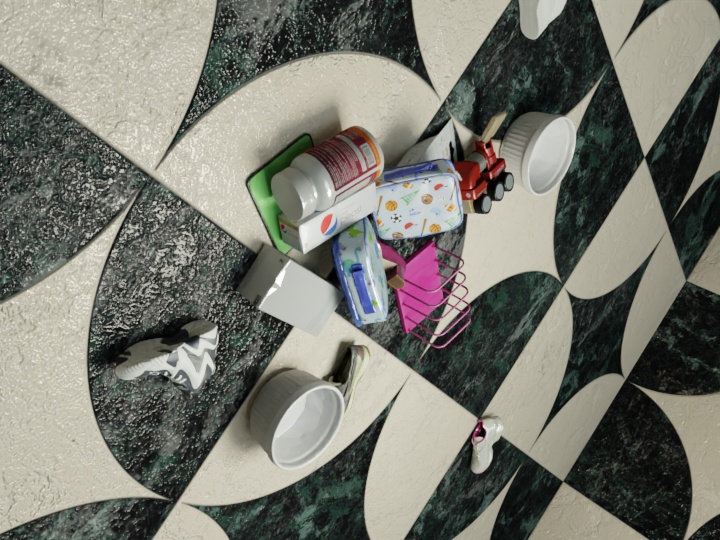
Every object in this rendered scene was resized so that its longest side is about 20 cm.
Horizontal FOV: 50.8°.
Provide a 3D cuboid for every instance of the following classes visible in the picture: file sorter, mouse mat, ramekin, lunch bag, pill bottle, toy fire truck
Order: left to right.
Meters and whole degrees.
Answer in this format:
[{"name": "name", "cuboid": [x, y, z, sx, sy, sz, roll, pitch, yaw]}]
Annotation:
[{"name": "mouse mat", "cuboid": [-0.126, -0.140, 1.432, 0.161, 0.008, 0.201, -42, 137, -22]}, {"name": "ramekin", "cuboid": [-0.140, 0.307, 1.604, 0.199, 0.105, 0.202, -27, 132, -35]}, {"name": "pill bottle", "cuboid": [-0.060, -0.178, 1.389, 0.199, 0.109, 0.110, -34, 135, -30]}, {"name": "lunch bag", "cuboid": [0.000, 0.000, 1.518, 0.082, 0.161, 0.201, -13, 123, 7]}, {"name": "lunch bag", "cuboid": [0.115, -0.150, 1.561, 0.198, 0.076, 0.161, -12, 129, 7]}, {"name": "file sorter", "cuboid": [0.177, 0.063, 1.799, 0.139, 0.125, 0.201, -39, 137, -25]}, {"name": "toy fire truck", "cuboid": [0.272, -0.247, 1.717, 0.176, 0.128, 0.201, -41, 124, -39]}, {"name": "ramekin", "cuboid": [0.433, -0.296, 1.876, 0.199, 0.105, 0.202, -26, 130, -36]}]

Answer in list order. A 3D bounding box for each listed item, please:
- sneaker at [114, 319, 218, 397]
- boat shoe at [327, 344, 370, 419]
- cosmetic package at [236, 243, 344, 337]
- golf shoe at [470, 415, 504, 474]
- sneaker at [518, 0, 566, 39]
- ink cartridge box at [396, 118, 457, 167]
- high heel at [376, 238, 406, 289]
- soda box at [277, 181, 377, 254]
[{"name": "sneaker", "cuboid": [-0.334, 0.181, 1.341, 0.199, 0.079, 0.131, -29, 125, -47]}, {"name": "boat shoe", "cuboid": [-0.046, 0.258, 1.724, 0.066, 0.072, 0.202, 19, 98, -41]}, {"name": "cosmetic package", "cuboid": [-0.132, 0.041, 1.476, 0.113, 0.081, 0.200, -55, 140, -1]}, {"name": "golf shoe", "cuboid": [0.377, 0.546, 2.380, 0.091, 0.075, 0.202, 9, 104, -34]}, {"name": "sneaker", "cuboid": [0.404, -0.627, 1.670, 0.116, 0.073, 0.201, -44, 149, -22]}, {"name": "ink cartridge box", "cuboid": [0.151, -0.217, 1.676, 0.201, 0.057, 0.163, -58, 147, -38]}, {"name": "high heel", "cuboid": [0.032, -0.047, 1.650, 0.067, 0.097, 0.200, -26, 129, 19]}, {"name": "soda box", "cuboid": [-0.060, -0.113, 1.460, 0.199, 0.068, 0.064, -34, 134, -30]}]
